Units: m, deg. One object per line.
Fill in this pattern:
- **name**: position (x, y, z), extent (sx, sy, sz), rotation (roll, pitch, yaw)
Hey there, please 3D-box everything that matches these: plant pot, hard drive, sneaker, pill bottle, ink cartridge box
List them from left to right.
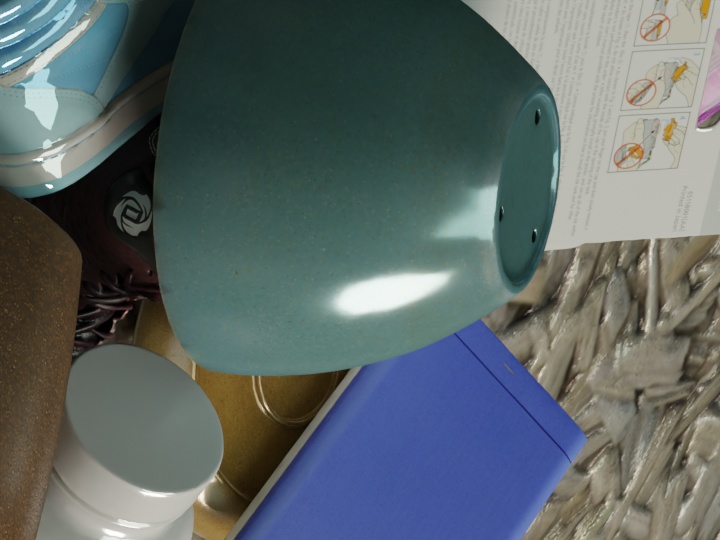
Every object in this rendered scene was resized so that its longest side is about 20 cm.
- **plant pot**: position (-0.199, 0.062, 1.075), extent (0.201, 0.186, 0.187), rotation (-64, 155, -20)
- **pill bottle**: position (-0.145, 0.125, 1.196), extent (0.111, 0.111, 0.200), rotation (-21, 158, -48)
- **sneaker**: position (-0.119, 0.012, 1.191), extent (0.075, 0.115, 0.201), rotation (-19, 132, -49)
- **sneaker**: position (-0.108, -0.135, 1.112), extent (0.200, 0.079, 0.131), rotation (-49, 143, -36)
- **plant pot**: position (-0.040, 0.049, 1.364), extent (0.199, 0.027, 0.201), rotation (-8, 101, -47)
- **plant pot**: position (0.012, -0.045, 1.140), extent (0.200, 0.134, 0.201), rotation (9, 90, -71)
- **hard drive**: position (0.026, 0.119, 1.377), extent (0.132, 0.025, 0.200), rotation (47, 60, -16)
- **ink cartridge box**: position (0.113, -0.101, 1.257), extent (0.173, 0.044, 0.201), rotation (-6, 129, -17)

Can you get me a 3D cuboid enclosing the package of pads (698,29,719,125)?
- **package of pads**: position (0.199, -0.134, 1.507), extent (0.120, 0.076, 0.200), rotation (-29, 174, -43)
